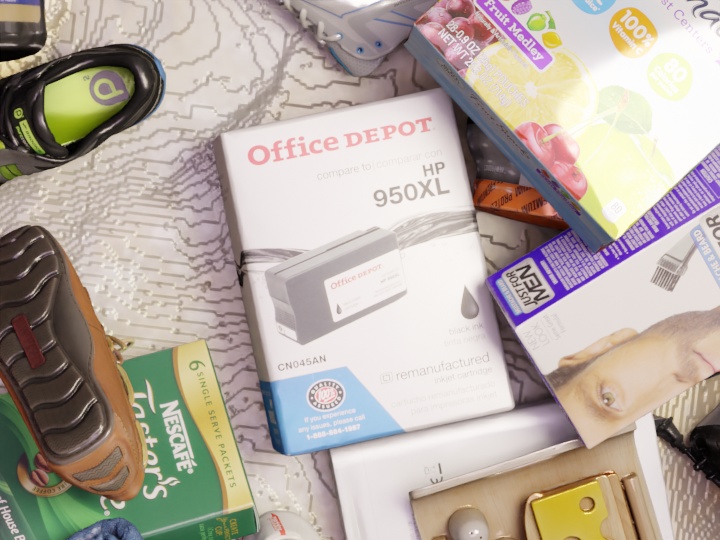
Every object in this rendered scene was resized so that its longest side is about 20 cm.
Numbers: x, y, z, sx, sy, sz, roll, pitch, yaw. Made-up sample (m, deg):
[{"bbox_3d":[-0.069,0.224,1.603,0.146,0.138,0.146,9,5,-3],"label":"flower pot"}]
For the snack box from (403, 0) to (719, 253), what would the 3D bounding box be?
[{"bbox_3d":[0.153,-0.139,1.528,0.200,0.068,0.169,-43,89,-9],"label":"snack box"}]

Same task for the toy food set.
[{"bbox_3d":[0.125,0.202,1.625,0.143,0.060,0.200,-18,101,-4],"label":"toy food set"}]

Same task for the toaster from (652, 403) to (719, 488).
[{"bbox_3d":[0.298,0.124,1.613,0.119,0.181,0.200,-45,95,-8],"label":"toaster"}]

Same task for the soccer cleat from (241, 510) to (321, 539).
[{"bbox_3d":[-0.023,0.241,1.622,0.069,0.085,0.200,-18,91,-6],"label":"soccer cleat"}]

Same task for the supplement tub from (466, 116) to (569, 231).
[{"bbox_3d":[0.134,-0.125,1.625,0.122,0.123,0.200,12,87,-6],"label":"supplement tub"}]

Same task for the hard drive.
[{"bbox_3d":[0.089,0.152,1.659,0.200,0.027,0.132,-11,97,-6],"label":"hard drive"}]

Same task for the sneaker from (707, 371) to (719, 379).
[{"bbox_3d":[0.229,-0.023,1.665,0.112,0.078,0.200,27,97,-9],"label":"sneaker"}]

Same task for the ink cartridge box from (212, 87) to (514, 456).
[{"bbox_3d":[0.000,0.000,1.628,0.145,0.084,0.200,-12,90,-6],"label":"ink cartridge box"}]

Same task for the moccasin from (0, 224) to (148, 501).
[{"bbox_3d":[-0.172,0.052,1.581,0.074,0.078,0.201,-36,50,0],"label":"moccasin"}]

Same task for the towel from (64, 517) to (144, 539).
[{"bbox_3d":[-0.139,0.241,1.577,0.112,0.049,0.200,-34,128,-12],"label":"towel"}]

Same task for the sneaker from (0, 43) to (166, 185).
[{"bbox_3d":[-0.210,-0.086,1.608,0.200,0.083,0.071,-25,92,-5],"label":"sneaker"}]

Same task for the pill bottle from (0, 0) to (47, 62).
[{"bbox_3d":[-0.247,-0.224,1.592,0.112,0.112,0.200,-4,89,-6],"label":"pill bottle"}]

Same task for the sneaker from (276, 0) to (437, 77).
[{"bbox_3d":[-0.016,-0.163,1.637,0.200,0.075,0.087,8,94,-6],"label":"sneaker"}]

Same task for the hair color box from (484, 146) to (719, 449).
[{"bbox_3d":[0.187,0.005,1.579,0.200,0.065,0.109,-31,125,4],"label":"hair color box"}]

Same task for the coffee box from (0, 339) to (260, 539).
[{"bbox_3d":[-0.170,0.123,1.604,0.200,0.044,0.123,-14,60,-6],"label":"coffee box"}]
